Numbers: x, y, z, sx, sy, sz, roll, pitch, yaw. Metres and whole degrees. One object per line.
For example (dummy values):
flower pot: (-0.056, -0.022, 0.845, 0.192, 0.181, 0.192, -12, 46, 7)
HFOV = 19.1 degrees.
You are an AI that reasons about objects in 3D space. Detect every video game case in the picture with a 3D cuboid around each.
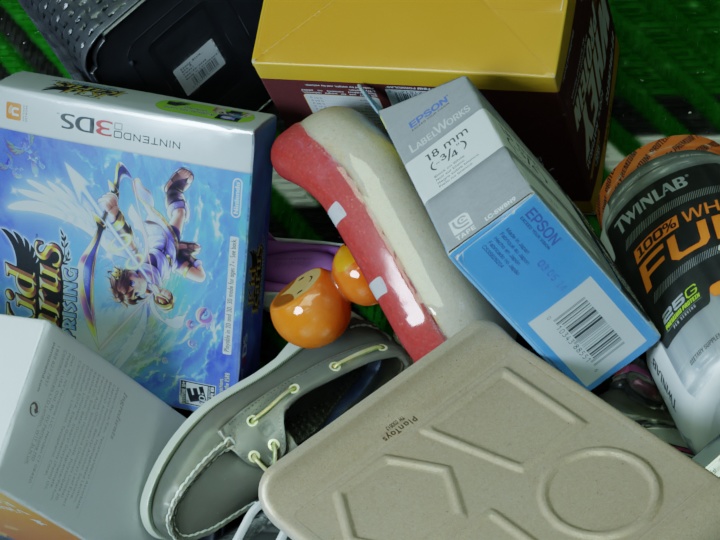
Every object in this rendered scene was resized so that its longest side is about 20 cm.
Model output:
video game case: (-0.152, -0.016, 1.389, 0.181, 0.045, 0.201, 11, 111, 16)

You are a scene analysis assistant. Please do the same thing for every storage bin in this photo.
storage bin: (-0.137, -0.169, 1.469, 0.135, 0.200, 0.094, -41, 63, -6)

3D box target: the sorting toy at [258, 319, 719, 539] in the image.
sorting toy: (0.074, 0.129, 1.143, 0.185, 0.037, 0.200, -34, 53, -27)

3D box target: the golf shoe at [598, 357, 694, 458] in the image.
golf shoe: (0.224, 0.136, 1.325, 0.200, 0.073, 0.092, 29, 81, 32)

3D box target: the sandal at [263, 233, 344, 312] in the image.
sandal: (-0.097, -0.010, 1.462, 0.202, 0.050, 0.083, -1, 40, 10)

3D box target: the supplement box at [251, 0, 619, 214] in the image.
supplement box: (0.057, -0.143, 1.411, 0.196, 0.200, 0.133, 4, 68, 15)

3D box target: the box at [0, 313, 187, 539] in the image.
box: (-0.218, 0.109, 1.353, 0.152, 0.200, 0.107, 6, 68, 31)

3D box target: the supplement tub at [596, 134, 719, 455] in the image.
supplement tub: (0.219, 0.015, 1.294, 0.122, 0.123, 0.200, -24, 43, 2)

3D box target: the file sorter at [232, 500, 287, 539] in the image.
file sorter: (0.008, 0.213, 1.248, 0.200, 0.124, 0.139, -8, 49, 55)

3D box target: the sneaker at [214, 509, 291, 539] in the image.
sneaker: (-0.063, 0.214, 1.363, 0.199, 0.060, 0.104, -32, 89, -25)

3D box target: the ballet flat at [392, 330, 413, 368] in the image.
ballet flat: (0.061, 0.113, 1.387, 0.062, 0.067, 0.201, -28, 56, 32)

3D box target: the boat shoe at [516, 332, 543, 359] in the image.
boat shoe: (0.105, 0.094, 1.343, 0.067, 0.057, 0.200, -31, 39, 26)

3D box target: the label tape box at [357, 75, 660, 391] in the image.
label tape box: (0.086, -0.039, 1.274, 0.063, 0.144, 0.200, -38, 36, 10)

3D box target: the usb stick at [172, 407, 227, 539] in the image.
usb stick: (-0.107, 0.125, 1.428, 0.055, 0.033, 0.201, 0, 67, 21)

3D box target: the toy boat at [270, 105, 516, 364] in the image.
toy boat: (0.000, 0.000, 1.334, 0.130, 0.130, 0.200, -32, 77, 11)

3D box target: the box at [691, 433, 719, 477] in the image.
box: (0.202, 0.189, 1.157, 0.200, 0.046, 0.159, -38, 74, -11)

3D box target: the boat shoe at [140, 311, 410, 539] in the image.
boat shoe: (-0.053, 0.104, 1.367, 0.202, 0.072, 0.060, -41, 40, -20)
